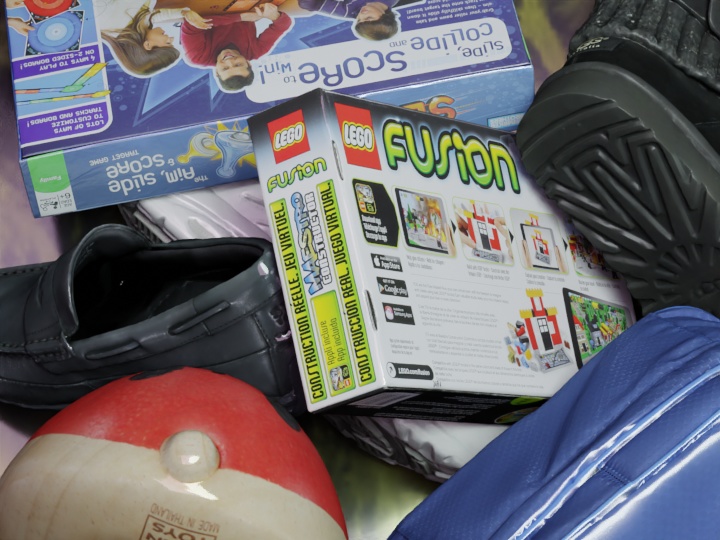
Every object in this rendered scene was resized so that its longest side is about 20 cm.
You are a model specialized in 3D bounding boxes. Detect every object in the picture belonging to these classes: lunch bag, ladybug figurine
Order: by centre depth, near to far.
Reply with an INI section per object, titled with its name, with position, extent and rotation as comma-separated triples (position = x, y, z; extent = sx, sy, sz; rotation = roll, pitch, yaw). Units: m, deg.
[lunch bag]
position = 0.106, 0.116, 0.944
extent = 0.200, 0.132, 0.136
rotation = -41, 105, -10
[ladybug figurine]
position = -0.064, 0.089, 0.981
extent = 0.135, 0.200, 0.072
rotation = 19, 67, -3

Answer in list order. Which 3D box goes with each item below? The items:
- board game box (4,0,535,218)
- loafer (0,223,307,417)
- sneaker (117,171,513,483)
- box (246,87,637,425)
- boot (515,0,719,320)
[board game box]
position = -0.040, -0.097, 1.073
extent = 0.199, 0.035, 0.136
rotation = -10, 48, -2
[loafer]
position = -0.091, 0.012, 1.018
extent = 0.200, 0.071, 0.068
rotation = 1, 43, 39
[sneaker]
position = 0.000, 0.000, 1.064
extent = 0.200, 0.078, 0.099
rotation = 43, 76, 8
[box]
position = 0.039, 0.000, 1.009
extent = 0.035, 0.200, 0.111
rotation = -21, 74, 31
[boot]
position = 0.160, -0.045, 1.074
extent = 0.211, 0.079, 0.158
rotation = 52, 44, -21
